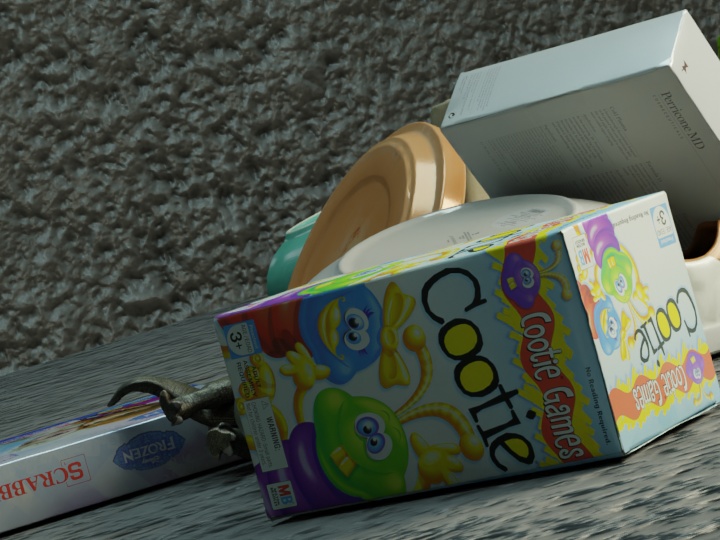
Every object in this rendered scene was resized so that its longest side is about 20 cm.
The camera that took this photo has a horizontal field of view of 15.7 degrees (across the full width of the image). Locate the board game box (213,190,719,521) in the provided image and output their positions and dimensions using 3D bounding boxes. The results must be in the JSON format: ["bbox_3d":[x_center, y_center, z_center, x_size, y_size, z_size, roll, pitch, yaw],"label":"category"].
[{"bbox_3d":[0.049,0.041,1.213,0.199,0.104,0.105,-14,3,35],"label":"board game box"}]

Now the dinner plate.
[{"bbox_3d":[0.054,-0.008,1.382,0.199,0.024,0.200,-13,15,4],"label":"dinner plate"}]

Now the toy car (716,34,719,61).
[{"bbox_3d":[0.331,-0.076,1.579,0.199,0.165,0.157,-4,-6,-44],"label":"toy car"}]

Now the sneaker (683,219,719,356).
[{"bbox_3d":[0.120,0.024,1.411,0.199,0.085,0.073,-18,5,-20],"label":"sneaker"}]

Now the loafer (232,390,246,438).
[{"bbox_3d":[0.009,0.048,1.420,0.199,0.076,0.070,-12,34,-34],"label":"loafer"}]

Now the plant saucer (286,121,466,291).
[{"bbox_3d":[0.000,0.000,1.608,0.032,0.201,0.200,23,-13,-20],"label":"plant saucer"}]

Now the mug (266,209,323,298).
[{"bbox_3d":[0.022,-0.002,1.842,0.185,0.115,0.152,-31,6,-34],"label":"mug"}]

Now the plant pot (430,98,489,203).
[{"bbox_3d":[0.138,-0.042,1.676,0.199,0.178,0.200,-16,2,-4],"label":"plant pot"}]

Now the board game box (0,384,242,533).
[{"bbox_3d":[-0.171,0.117,1.621,0.199,0.041,0.199,-16,3,-17],"label":"board game box"}]

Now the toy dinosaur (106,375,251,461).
[{"bbox_3d":[-0.051,0.081,1.499,0.199,0.077,0.102,-17,-9,27],"label":"toy dinosaur"}]

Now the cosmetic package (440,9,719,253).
[{"bbox_3d":[0.161,-0.044,1.471,0.150,0.200,0.052,-11,41,36],"label":"cosmetic package"}]
